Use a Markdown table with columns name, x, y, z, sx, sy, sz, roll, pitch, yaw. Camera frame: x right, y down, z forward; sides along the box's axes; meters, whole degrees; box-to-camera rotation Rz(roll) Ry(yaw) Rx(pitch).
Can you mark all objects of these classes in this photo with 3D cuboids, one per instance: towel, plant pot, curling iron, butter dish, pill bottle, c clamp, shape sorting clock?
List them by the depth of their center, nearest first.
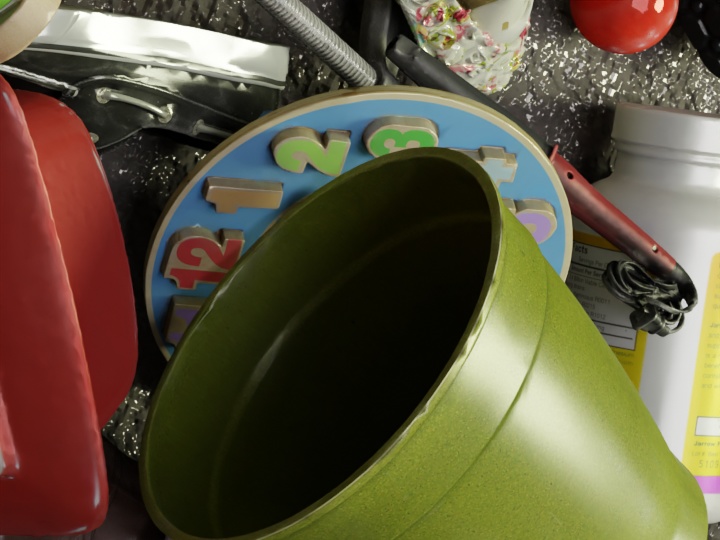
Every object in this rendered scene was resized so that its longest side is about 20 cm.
| name | x | y | z | sx | sy | sz | roll | pitch | yaw |
| --- | --- | --- | --- | --- | --- | --- | --- | --- | --- |
| butter dish | -0.167 | -0.003 | 1.234 | 0.148 | 0.199 | 0.200 | -31 | 115 | -52 |
| plant pot | 0.042 | 0.085 | 1.269 | 0.193 | 0.200 | 0.201 | 42 | 75 | -30 |
| towel | -0.005 | 0.141 | 1.332 | 0.200 | 0.030 | 0.147 | 30 | 43 | -23 |
| c clamp | -0.017 | -0.129 | 1.337 | 0.200 | 0.027 | 0.171 | 45 | 51 | -47 |
| shape sorting clock | 0.000 | 0.000 | 1.351 | 0.200 | 0.039 | 0.200 | -4 | 129 | -5 |
| curling iron | 0.088 | -0.042 | 1.383 | 0.026 | 0.050 | 0.200 | -38 | 106 | 26 |
| pill bottle | 0.151 | 0.020 | 1.478 | 0.104 | 0.104 | 0.200 | 4 | 97 | -35 |

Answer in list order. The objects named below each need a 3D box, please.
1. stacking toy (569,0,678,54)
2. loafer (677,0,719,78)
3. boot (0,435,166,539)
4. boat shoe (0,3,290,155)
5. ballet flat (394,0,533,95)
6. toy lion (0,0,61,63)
| name | x | y | z | sx | sy | sz | roll | pitch | yaw |
| --- | --- | --- | --- | --- | --- | --- | --- | --- | --- |
| stacking toy | 0.090 | -0.179 | 1.422 | 0.085 | 0.085 | 0.200 | -50 | 128 | -16 |
| loafer | 0.172 | -0.191 | 1.481 | 0.070 | 0.068 | 0.201 | -46 | 117 | -43 |
| boot | -0.098 | 0.153 | 1.293 | 0.200 | 0.064 | 0.187 | 37 | 43 | -20 |
| boat shoe | -0.116 | -0.082 | 1.297 | 0.200 | 0.071 | 0.064 | 7 | 94 | -37 |
| ballet flat | 0.043 | -0.146 | 1.365 | 0.200 | 0.064 | 0.076 | 47 | 46 | -48 |
| toy lion | -0.126 | -0.195 | 1.199 | 0.192 | 0.200 | 0.069 | -45 | 120 | 3 |
